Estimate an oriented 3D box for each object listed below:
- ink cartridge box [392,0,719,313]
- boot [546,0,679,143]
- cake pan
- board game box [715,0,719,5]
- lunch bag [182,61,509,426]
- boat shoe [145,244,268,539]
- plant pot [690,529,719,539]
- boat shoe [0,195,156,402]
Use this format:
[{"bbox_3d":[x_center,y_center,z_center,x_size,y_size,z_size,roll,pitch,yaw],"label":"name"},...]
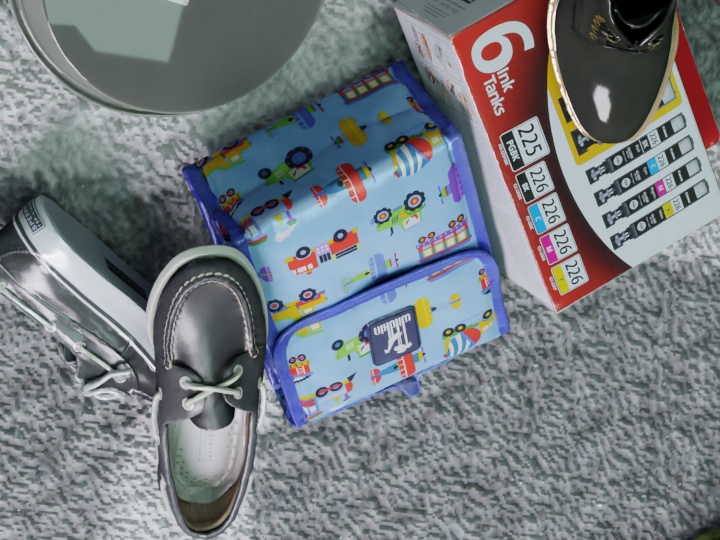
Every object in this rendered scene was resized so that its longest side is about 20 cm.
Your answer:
[{"bbox_3d":[0.140,-0.109,1.757,0.175,0.084,0.201,-31,119,-13],"label":"ink cartridge box"},{"bbox_3d":[0.143,-0.132,1.600,0.077,0.139,0.201,1,124,2],"label":"boot"},{"bbox_3d":[-0.106,-0.178,1.683,0.199,0.037,0.201,-7,115,-15],"label":"cake pan"},{"bbox_3d":[0.194,-0.219,1.708,0.034,0.135,0.200,-35,119,5],"label":"board game box"},{"bbox_3d":[0.000,0.000,1.772,0.150,0.094,0.200,-26,130,-8],"label":"lunch bag"},{"bbox_3d":[-0.090,0.074,1.696,0.074,0.060,0.201,0,132,-12],"label":"boat shoe"},{"bbox_3d":[0.263,0.280,1.934,0.200,0.200,0.185,-33,108,-2],"label":"plant pot"},{"bbox_3d":[-0.151,0.041,1.744,0.068,0.074,0.199,-39,126,11],"label":"boat shoe"}]
